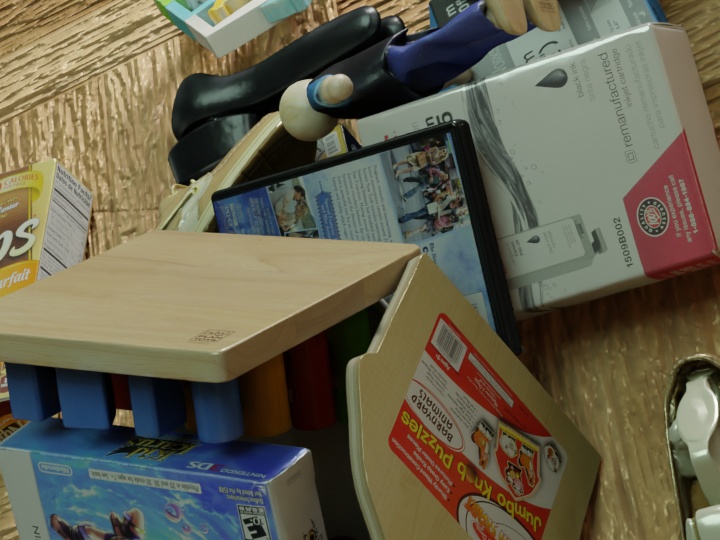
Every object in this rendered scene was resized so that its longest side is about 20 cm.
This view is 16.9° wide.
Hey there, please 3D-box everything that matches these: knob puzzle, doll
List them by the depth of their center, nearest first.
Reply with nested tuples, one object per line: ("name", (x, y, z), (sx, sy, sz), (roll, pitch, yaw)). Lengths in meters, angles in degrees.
("knob puzzle", (0.050, 0.120, 1.335), (0.030, 0.219, 0.220), (-23, 48, 37))
("doll", (0.030, -0.126, 1.500), (0.200, 0.136, 0.049), (-25, 82, 35))

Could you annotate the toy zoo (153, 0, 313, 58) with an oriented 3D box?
("toy zoo", (-0.069, -0.206, 1.709), (0.131, 0.021, 0.200), (-35, 24, -7))

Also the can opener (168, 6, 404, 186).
("can opener", (-0.052, -0.126, 1.661), (0.200, 0.063, 0.079), (-29, 73, 27))

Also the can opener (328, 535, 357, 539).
("can opener", (-0.069, 0.181, 1.415), (0.199, 0.079, 0.063), (13, 23, 20))

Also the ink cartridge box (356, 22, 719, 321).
("ink cartridge box", (0.114, -0.050, 1.462), (0.199, 0.083, 0.147), (-17, 86, 23))

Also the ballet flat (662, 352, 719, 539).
("ballet flat", (0.198, 0.131, 1.334), (0.070, 0.065, 0.201), (-23, 50, 19))

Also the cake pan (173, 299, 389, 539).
("cake pan", (-0.034, 0.090, 1.458), (0.200, 0.037, 0.201), (1, 92, 33))

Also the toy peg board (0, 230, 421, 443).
("toy peg board", (-0.094, 0.054, 1.369), (0.199, 0.098, 0.199), (3, 19, 34))

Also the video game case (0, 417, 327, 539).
("video game case", (-0.101, 0.180, 1.360), (0.199, 0.182, 0.045), (4, 27, 36))

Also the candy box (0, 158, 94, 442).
("candy box", (-0.262, 0.026, 1.719), (0.115, 0.055, 0.201), (-13, 54, 26))

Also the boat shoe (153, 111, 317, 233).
("boat shoe", (-0.105, -0.026, 1.590), (0.066, 0.074, 0.200), (28, 78, 37))

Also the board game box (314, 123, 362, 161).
("board game box", (-0.044, 0.012, 1.598), (0.135, 0.035, 0.201), (-26, 49, 16))

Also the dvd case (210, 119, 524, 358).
("dvd case", (0.000, 0.000, 1.466), (0.199, 0.018, 0.143), (-14, 87, 38))

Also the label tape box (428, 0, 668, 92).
("label tape box", (0.104, -0.131, 1.579), (0.199, 0.066, 0.144), (-29, 48, 12))
